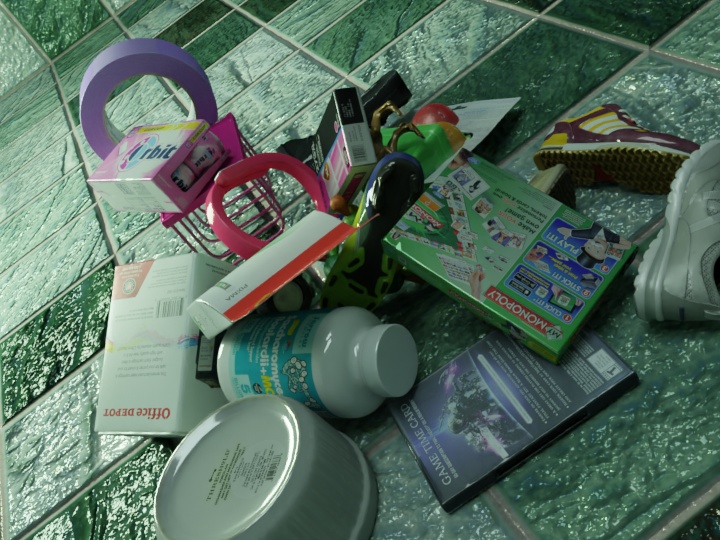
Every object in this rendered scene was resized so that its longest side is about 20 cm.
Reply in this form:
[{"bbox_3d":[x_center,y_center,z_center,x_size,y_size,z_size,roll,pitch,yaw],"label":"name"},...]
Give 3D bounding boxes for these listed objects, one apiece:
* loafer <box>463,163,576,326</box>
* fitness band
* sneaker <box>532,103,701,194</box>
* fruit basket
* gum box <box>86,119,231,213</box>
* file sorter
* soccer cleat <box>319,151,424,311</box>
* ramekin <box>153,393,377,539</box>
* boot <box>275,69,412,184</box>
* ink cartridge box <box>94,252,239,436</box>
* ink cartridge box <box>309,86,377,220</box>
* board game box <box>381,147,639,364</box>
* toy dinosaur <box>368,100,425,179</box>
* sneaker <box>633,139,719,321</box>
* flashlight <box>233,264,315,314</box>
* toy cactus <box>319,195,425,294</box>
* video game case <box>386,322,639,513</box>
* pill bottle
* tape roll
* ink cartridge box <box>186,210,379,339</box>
[{"bbox_3d":[0.158,-0.034,0.861,0.068,0.076,0.200,14,58,40],"label":"loafer"},{"bbox_3d":[-0.109,-0.078,1.053,0.037,0.144,0.200,-45,-6,38],"label":"fitness band"},{"bbox_3d":[0.281,-0.139,0.881,0.200,0.075,0.090,13,62,46],"label":"sneaker"},{"bbox_3d":[0.090,-0.163,1.085,0.185,0.094,0.200,3,34,42],"label":"fruit basket"},{"bbox_3d":[-0.278,-0.143,1.150,0.200,0.066,0.114,6,54,46],"label":"gum box"},{"bbox_3d":[-0.200,-0.111,1.215,0.139,0.125,0.200,-33,33,6],"label":"file sorter"},{"bbox_3d":[0.015,-0.031,0.880,0.084,0.065,0.200,-80,13,-72],"label":"soccer cleat"},{"bbox_3d":[-0.095,0.208,0.765,0.200,0.105,0.200,-23,36,18],"label":"ramekin"},{"bbox_3d":[-0.025,-0.212,1.200,0.200,0.066,0.165,-45,26,5],"label":"boot"},{"bbox_3d":[-0.220,0.092,0.960,0.146,0.083,0.200,-7,73,35],"label":"ink cartridge box"},{"bbox_3d":[-0.027,-0.132,1.002,0.037,0.095,0.200,-11,-13,-14],"label":"ink cartridge box"},{"bbox_3d":[0.138,-0.020,0.789,0.200,0.029,0.135,34,72,23],"label":"board game box"},{"bbox_3d":[0.012,-0.153,0.993,0.106,0.060,0.200,-42,45,16],"label":"toy dinosaur"},{"bbox_3d":[0.314,-0.031,0.746,0.082,0.075,0.200,14,63,31],"label":"sneaker"},{"bbox_3d":[-0.130,0.032,1.019,0.068,0.068,0.200,-51,23,-23],"label":"flashlight"},{"bbox_3d":[0.000,0.000,0.956,0.200,0.102,0.165,15,68,39],"label":"toy cactus"},{"bbox_3d":[0.131,0.113,0.761,0.200,0.019,0.143,-36,34,2],"label":"video game case"},{"bbox_3d":[-0.043,0.094,0.847,0.200,0.111,0.111,-7,43,37],"label":"pill bottle"},{"bbox_3d":[-0.319,-0.243,1.256,0.200,0.200,0.066,-32,38,6],"label":"tape roll"},{"bbox_3d":[-0.084,-0.006,0.823,0.161,0.050,0.200,-39,2,-22],"label":"ink cartridge box"}]
